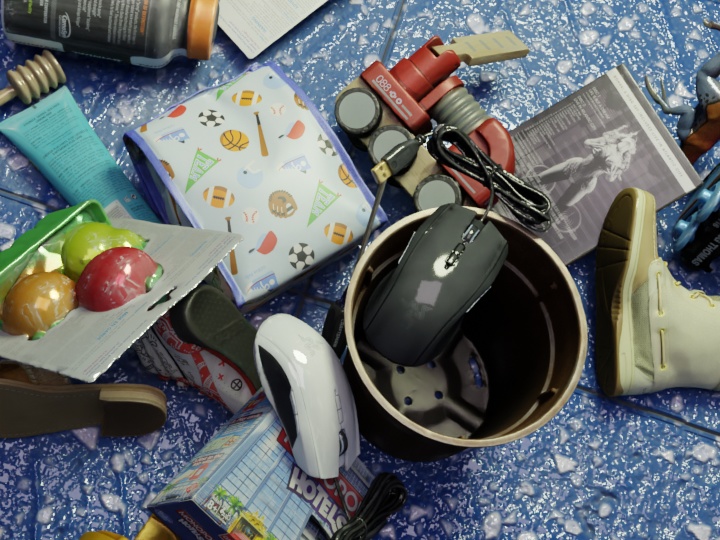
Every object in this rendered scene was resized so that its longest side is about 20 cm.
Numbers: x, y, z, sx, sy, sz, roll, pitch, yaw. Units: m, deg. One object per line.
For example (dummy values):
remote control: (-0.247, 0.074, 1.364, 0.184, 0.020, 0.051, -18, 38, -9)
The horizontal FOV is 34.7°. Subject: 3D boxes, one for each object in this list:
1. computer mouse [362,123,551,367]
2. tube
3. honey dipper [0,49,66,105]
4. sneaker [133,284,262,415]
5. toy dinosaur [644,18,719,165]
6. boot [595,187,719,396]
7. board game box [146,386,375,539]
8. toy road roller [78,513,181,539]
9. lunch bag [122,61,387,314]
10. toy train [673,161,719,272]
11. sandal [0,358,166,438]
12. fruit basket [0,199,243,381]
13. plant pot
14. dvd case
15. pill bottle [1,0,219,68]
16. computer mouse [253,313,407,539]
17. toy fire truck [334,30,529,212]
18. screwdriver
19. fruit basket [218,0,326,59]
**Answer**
computer mouse: (0.055, -0.032, 0.910, 0.140, 0.046, 0.200, 41, 69, 5)
tube: (-0.259, -0.088, 1.093, 0.077, 0.050, 0.200, -34, 74, -23)
honey dipper: (-0.375, -0.146, 1.098, 0.200, 0.038, 0.038, -35, 79, -18)
sneaker: (-0.122, 0.092, 1.037, 0.201, 0.108, 0.067, 51, 52, -28)
toy dinosaur: (0.336, -0.152, 1.143, 0.105, 0.200, 0.182, 16, 110, -12)
boot: (0.310, 0.022, 1.113, 0.154, 0.072, 0.201, 1, 94, -11)
board game box: (-0.049, 0.175, 0.957, 0.200, 0.062, 0.200, 49, 46, -24)
toy road roller: (-0.151, 0.280, 0.935, 0.200, 0.123, 0.146, 32, 57, 4)
lunch bag: (-0.102, -0.079, 1.074, 0.170, 0.124, 0.200, -31, 87, -20)
toy train: (0.377, -0.074, 1.118, 0.087, 0.200, 0.114, 32, 57, 3)
sandal: (-0.277, 0.100, 1.016, 0.211, 0.078, 0.070, 5, 45, -14)
fruit basket: (-0.220, 0.020, 0.951, 0.200, 0.094, 0.185, 13, 45, 34)
plant pot: (0.069, 0.074, 1.005, 0.200, 0.198, 0.201, 3, 70, -9)
dvd case: (0.217, -0.096, 1.155, 0.200, 0.016, 0.149, -31, 76, 4)
pill bottle: (-0.239, -0.258, 1.125, 0.199, 0.106, 0.107, 10, 68, -6)
computer mouse: (-0.026, 0.127, 0.920, 0.110, 0.044, 0.201, -26, 95, -48)
toy fire truck: (0.100, -0.154, 1.129, 0.200, 0.129, 0.176, -42, 80, 3)
screwdriver: (0.000, 0.000, 1.039, 0.029, 0.200, 0.028, 31, 30, 16)
fruit basket: (-0.095, -0.341, 1.205, 0.200, 0.094, 0.185, -41, 80, -5)
